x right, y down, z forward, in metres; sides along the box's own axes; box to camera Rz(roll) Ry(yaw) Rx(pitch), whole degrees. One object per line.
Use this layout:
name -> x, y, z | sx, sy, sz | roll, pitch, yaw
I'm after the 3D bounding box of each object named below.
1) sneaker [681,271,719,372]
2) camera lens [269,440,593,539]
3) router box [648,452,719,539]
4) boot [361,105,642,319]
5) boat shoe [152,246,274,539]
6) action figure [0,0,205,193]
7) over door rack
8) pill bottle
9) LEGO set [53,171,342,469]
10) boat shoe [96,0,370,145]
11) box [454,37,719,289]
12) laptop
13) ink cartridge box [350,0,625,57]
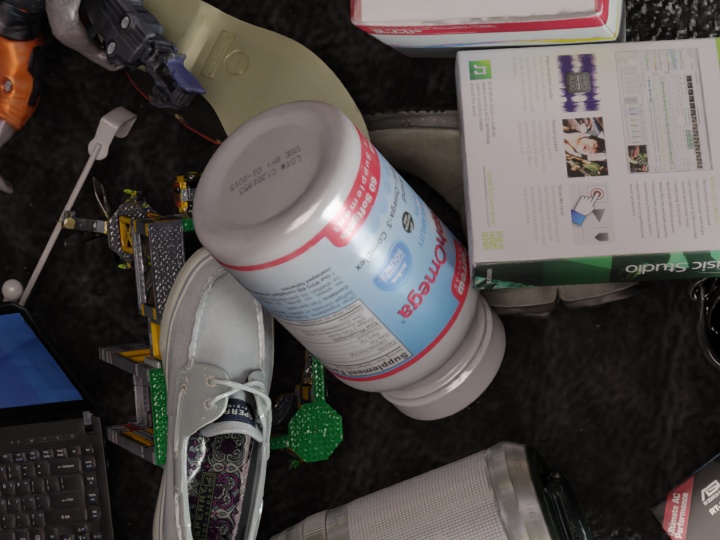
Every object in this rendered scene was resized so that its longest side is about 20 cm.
sneaker -> 0.213, -0.020, 1.624 | 0.070, 0.099, 0.201 | -23, 86, 9
camera lens -> 0.044, 0.202, 1.614 | 0.199, 0.160, 0.161 | -22, 87, 7
router box -> 0.247, 0.114, 1.566 | 0.150, 0.200, 0.062 | -37, 80, 5
boot -> 0.071, -0.034, 1.663 | 0.199, 0.068, 0.132 | 0, 95, 9
boat shoe -> -0.077, 0.087, 1.585 | 0.070, 0.071, 0.202 | 4, 94, -24
action figure -> -0.188, -0.145, 1.620 | 0.200, 0.104, 0.194 | 41, 102, 35
over door rack -> -0.253, -0.045, 1.703 | 0.147, 0.067, 0.201 | 29, 93, 6
pill bottle -> 0.000, 0.000, 1.581 | 0.108, 0.200, 0.109 | -22, 45, 24
LEGO set -> -0.094, 0.031, 1.676 | 0.153, 0.116, 0.201 | -16, 103, -21
boat shoe -> -0.070, -0.109, 1.661 | 0.201, 0.063, 0.074 | 32, 83, 22
box -> 0.158, -0.064, 1.591 | 0.199, 0.036, 0.145 | -3, 63, 1
laptop -> -0.251, 0.126, 1.668 | 0.176, 0.103, 0.201 | -7, 89, 20
ink cartridge box -> 0.077, -0.204, 1.594 | 0.144, 0.200, 0.146 | -2, 88, 10
